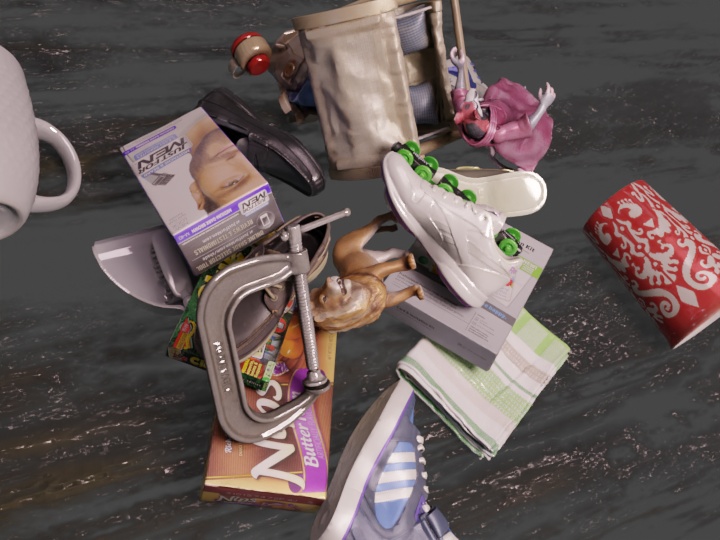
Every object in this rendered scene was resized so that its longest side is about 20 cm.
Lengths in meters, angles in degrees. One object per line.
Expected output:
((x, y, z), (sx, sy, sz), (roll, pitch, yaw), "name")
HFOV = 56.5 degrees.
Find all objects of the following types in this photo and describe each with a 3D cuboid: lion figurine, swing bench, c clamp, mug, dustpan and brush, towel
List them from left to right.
((-0.388, -0.122, 0.699), (0.199, 0.147, 0.177), (5, 58, -53), "mug")
((-0.191, 0.020, 0.715), (0.138, 0.057, 0.201), (-18, 67, -28), "dustpan and brush")
((-0.068, 0.055, 0.617), (0.170, 0.202, 0.027), (-15, 21, -37), "c clamp")
((0.000, 0.000, 0.752), (0.121, 0.073, 0.200), (-16, 22, 4), "lion figurine")
((0.040, -0.241, 0.846), (0.129, 0.201, 0.200), (7, 32, 39), "swing bench")
((0.153, 0.106, 0.800), (0.149, 0.031, 0.200), (44, 56, 10), "towel")
((0.414, -0.008, 0.927), (0.133, 0.178, 0.201), (-37, 68, 4), "mug")

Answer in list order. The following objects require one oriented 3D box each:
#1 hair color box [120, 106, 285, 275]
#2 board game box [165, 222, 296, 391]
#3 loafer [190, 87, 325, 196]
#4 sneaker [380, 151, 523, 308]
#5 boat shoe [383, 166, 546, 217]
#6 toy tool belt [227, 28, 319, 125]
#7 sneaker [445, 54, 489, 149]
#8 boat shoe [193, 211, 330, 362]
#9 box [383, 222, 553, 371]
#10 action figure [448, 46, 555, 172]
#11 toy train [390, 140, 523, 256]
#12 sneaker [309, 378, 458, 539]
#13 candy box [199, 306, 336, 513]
((-0.176, -0.094, 0.728), (0.109, 0.065, 0.200), (-31, 48, -13), "hair color box")
((-0.116, 0.021, 0.701), (0.104, 0.024, 0.201), (18, 49, -4), "board game box")
((-0.131, -0.152, 0.843), (0.200, 0.068, 0.070), (37, 63, 12), "loafer")
((0.102, -0.060, 0.751), (0.201, 0.099, 0.075), (52, 16, -5), "sneaker")
((0.129, -0.095, 0.848), (0.199, 0.060, 0.073), (-1, 98, 3), "boat shoe")
((-0.064, -0.251, 0.887), (0.199, 0.125, 0.124), (-14, 68, -46), "toy tool belt")
((0.167, -0.265, 1.005), (0.198, 0.081, 0.116), (21, 57, -4), "sneaker")
((-0.093, 0.006, 0.657), (0.074, 0.074, 0.201), (31, 49, 4), "boat shoe")
((0.133, 0.007, 0.829), (0.155, 0.041, 0.200), (30, 50, 13), "box")
((0.161, -0.187, 0.845), (0.133, 0.150, 0.199), (35, 31, 25), "action figure")
((0.107, -0.076, 0.798), (0.199, 0.056, 0.042), (40, 37, -3), "toy train")
((0.049, 0.225, 0.667), (0.146, 0.081, 0.201), (35, 51, -6), "sneaker")
((-0.089, 0.133, 0.682), (0.115, 0.057, 0.202), (12, 54, -12), "candy box")
